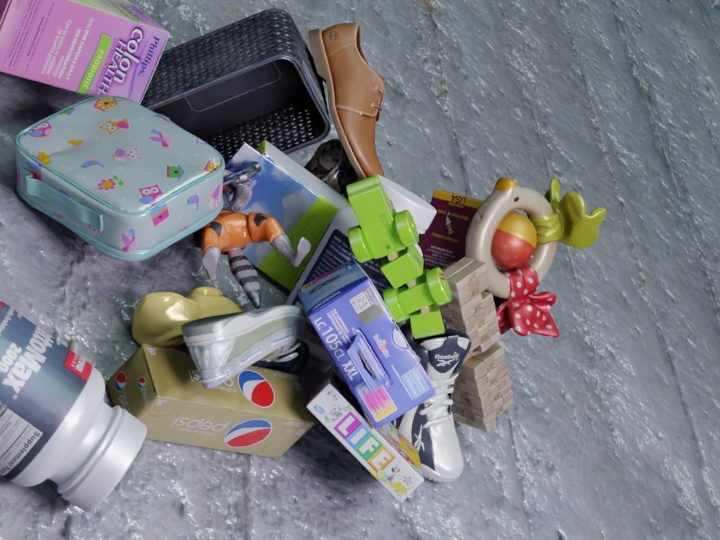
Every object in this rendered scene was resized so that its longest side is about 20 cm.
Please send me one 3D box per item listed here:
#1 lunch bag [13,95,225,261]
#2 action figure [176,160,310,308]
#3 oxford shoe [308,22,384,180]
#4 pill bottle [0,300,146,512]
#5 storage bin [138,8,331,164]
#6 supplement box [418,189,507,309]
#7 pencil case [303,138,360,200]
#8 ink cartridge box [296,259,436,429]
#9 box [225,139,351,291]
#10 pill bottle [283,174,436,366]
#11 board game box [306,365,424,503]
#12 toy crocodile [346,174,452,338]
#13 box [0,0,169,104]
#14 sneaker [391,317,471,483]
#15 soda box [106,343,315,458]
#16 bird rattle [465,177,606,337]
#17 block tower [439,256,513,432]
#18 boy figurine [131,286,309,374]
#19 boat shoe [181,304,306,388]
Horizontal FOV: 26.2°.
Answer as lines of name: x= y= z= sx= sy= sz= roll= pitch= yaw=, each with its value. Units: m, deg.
lunch bag: x=-0.251 y=-0.096 z=1.581 sx=0.200 sy=0.077 sz=0.160 roll=30 pitch=47 yaw=28
action figure: x=-0.172 y=-0.034 z=1.649 sx=0.199 sy=0.105 sz=0.193 roll=-21 pitch=30 yaw=-20
oxford shoe: x=0.000 y=-0.189 z=1.775 sx=0.071 sy=0.071 sz=0.201 roll=-17 pitch=91 yaw=-85
pill bottle: x=-0.287 y=0.112 z=1.314 sx=0.200 sy=0.120 sz=0.120 roll=37 pitch=30 yaw=-14
storage bin: x=-0.147 y=-0.193 z=1.765 sx=0.094 sy=0.199 sz=0.135 roll=-102 pitch=167 yaw=-45
supplement box: x=0.117 y=0.019 z=1.844 sx=0.085 sy=0.201 sz=0.110 roll=17 pitch=-3 yaw=42
pencil case: x=0.005 y=-0.059 z=1.854 sx=0.200 sy=0.078 sz=0.090 roll=49 pitch=33 yaw=-25
ink cartridge box: x=0.005 y=0.072 z=1.553 sx=0.137 sy=0.076 sz=0.200 roll=59 pitch=-3 yaw=-10
box: x=-0.086 y=-0.056 z=1.771 sx=0.200 sy=0.122 sz=0.048 roll=36 pitch=21 yaw=-18
pill bottle: x=0.000 y=0.000 z=1.709 sx=0.111 sy=0.201 sz=0.111 roll=29 pitch=10 yaw=-5
board game box: x=0.005 y=0.166 z=1.608 sx=0.134 sy=0.034 sz=0.200 roll=45 pitch=1 yaw=-2
toy crocodile: x=0.041 y=-0.012 z=1.626 sx=0.200 sy=0.067 sz=0.062 roll=61 pitch=16 yaw=-22
box: x=-0.344 y=-0.273 z=1.688 sx=0.199 sy=0.097 sz=0.176 roll=11 pitch=21 yaw=-44
sneaker: x=0.081 y=0.127 z=1.717 sx=0.079 sy=0.130 sz=0.200 roll=-5 pitch=66 yaw=-34
soda box: x=-0.145 y=0.130 z=1.519 sx=0.199 sy=0.068 sz=0.064 roll=15 pitch=42 yaw=-42
bird rattle: x=0.180 y=-0.021 z=1.792 sx=0.163 sy=0.200 sz=0.113 roll=31 pitch=1 yaw=-36
block tower: x=0.126 y=0.083 z=1.770 sx=0.058 sy=0.201 sz=0.054 roll=-32 pitch=33 yaw=-33
boy figurine: x=-0.145 y=0.068 z=1.601 sx=0.199 sy=0.064 sz=0.125 roll=14 pitch=37 yaw=-41
boat shoe: x=-0.109 y=0.072 z=1.510 sx=0.202 sy=0.074 sz=0.065 roll=-8 pitch=89 yaw=-70
